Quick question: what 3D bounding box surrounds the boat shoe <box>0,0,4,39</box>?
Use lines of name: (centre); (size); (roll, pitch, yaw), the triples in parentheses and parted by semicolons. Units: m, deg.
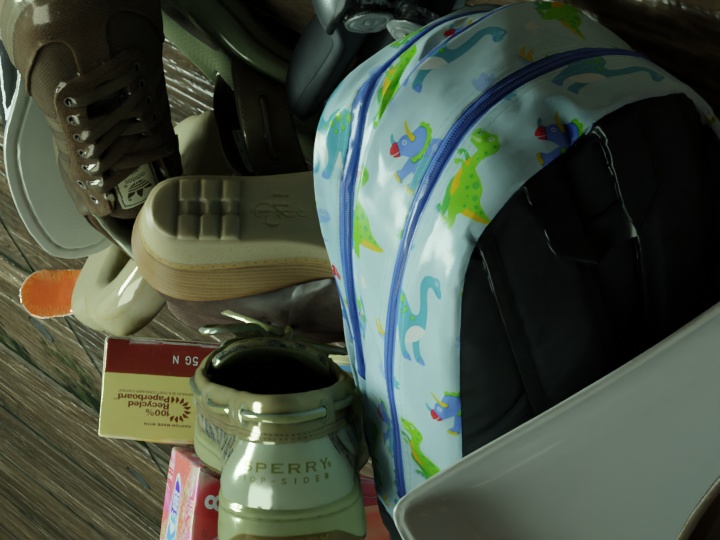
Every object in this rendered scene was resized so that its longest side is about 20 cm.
boat shoe: (-0.132, -0.153, 0.773); (0.076, 0.074, 0.200); (45, 145, 7)

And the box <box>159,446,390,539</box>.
box: (-0.046, 0.141, 0.890); (0.094, 0.104, 0.200); (8, 177, -9)

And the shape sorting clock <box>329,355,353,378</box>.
shape sorting clock: (0.069, 0.080, 0.876); (0.198, 0.040, 0.200); (15, 169, 3)

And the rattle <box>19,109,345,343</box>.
rattle: (-0.089, 0.003, 1.022); (0.142, 0.131, 0.200); (13, 149, -26)

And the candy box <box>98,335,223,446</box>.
candy box: (-0.064, 0.071, 1.020); (0.114, 0.056, 0.200); (4, 176, 6)

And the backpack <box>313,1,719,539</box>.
backpack: (0.061, 0.004, 0.651); (0.154, 0.162, 0.201); (53, 166, 29)

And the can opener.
can opener: (0.006, -0.100, 0.717); (0.063, 0.079, 0.200); (5, 162, -4)

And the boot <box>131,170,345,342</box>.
boot: (0.000, 0.000, 0.826); (0.198, 0.073, 0.166); (8, 167, 2)

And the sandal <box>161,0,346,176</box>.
sandal: (-0.047, -0.072, 0.852); (0.201, 0.057, 0.080); (39, 161, 1)

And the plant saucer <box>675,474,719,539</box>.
plant saucer: (0.179, 0.113, 0.602); (0.201, 0.200, 0.037); (53, -178, -22)

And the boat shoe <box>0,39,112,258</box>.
boat shoe: (-0.154, -0.106, 0.917); (0.060, 0.073, 0.202); (-136, 34, -58)

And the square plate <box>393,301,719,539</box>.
square plate: (0.137, 0.097, 0.623); (0.199, 0.199, 0.028); (58, 179, -21)

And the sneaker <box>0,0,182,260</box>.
sneaker: (-0.104, -0.067, 0.813); (0.076, 0.070, 0.200); (60, 171, 17)

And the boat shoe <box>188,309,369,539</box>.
boat shoe: (-0.029, 0.052, 0.728); (0.200, 0.073, 0.063); (-126, 32, -74)
